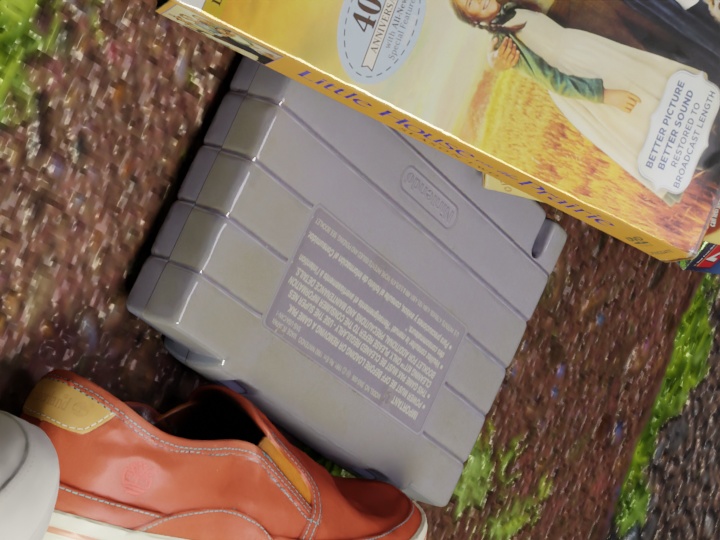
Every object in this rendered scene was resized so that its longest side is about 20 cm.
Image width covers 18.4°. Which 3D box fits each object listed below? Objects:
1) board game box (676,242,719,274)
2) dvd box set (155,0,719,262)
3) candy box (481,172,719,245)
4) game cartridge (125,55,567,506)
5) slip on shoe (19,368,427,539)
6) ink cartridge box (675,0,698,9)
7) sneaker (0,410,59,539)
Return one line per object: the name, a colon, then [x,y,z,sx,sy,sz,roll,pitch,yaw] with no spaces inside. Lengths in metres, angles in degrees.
board game box: [0.204,-0.090,0.973,0.200,0.062,0.200,-51,154,17]
dvd box set: [0.050,-0.109,0.741,0.199,0.029,0.147,26,81,-16]
candy box: [0.155,-0.066,0.826,0.057,0.199,0.117,90,16,-53]
game cartridge: [0.000,0.000,0.816,0.200,0.038,0.130,39,76,-52]
slip on shoe: [-0.042,0.072,0.762,0.200,0.074,0.062,15,89,-49]
ink cartridge box: [0.069,-0.198,0.662,0.200,0.076,0.137,36,115,-16]
sneaker: [-0.157,0.059,0.599,0.200,0.075,0.100,-16,118,-49]
